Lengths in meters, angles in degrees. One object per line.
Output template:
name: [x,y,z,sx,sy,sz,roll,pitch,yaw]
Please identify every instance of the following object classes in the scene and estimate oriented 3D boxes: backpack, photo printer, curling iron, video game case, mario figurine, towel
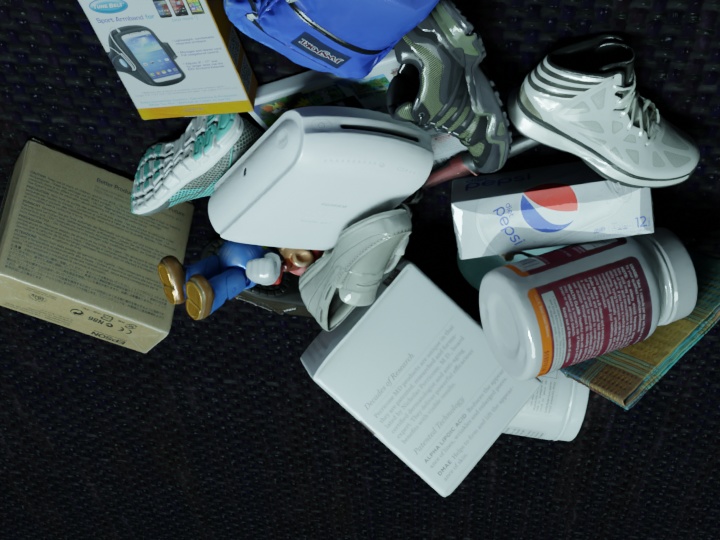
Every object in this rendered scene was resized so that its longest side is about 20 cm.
backpack: [-0.020,-0.241,1.022,0.161,0.170,0.199,29,146,-22]
photo printer: [-0.035,-0.091,1.284,0.164,0.070,0.200,5,154,-34]
curling iron: [0.105,-0.097,1.303,0.198,0.050,0.026,-23,134,28]
video game case: [0.011,-0.144,1.308,0.197,0.022,0.182,-12,144,28]
mario figurine: [-0.117,-0.032,1.393,0.199,0.124,0.106,-29,166,-36]
towel: [0.314,0.058,1.389,0.022,0.200,0.146,49,173,-20]

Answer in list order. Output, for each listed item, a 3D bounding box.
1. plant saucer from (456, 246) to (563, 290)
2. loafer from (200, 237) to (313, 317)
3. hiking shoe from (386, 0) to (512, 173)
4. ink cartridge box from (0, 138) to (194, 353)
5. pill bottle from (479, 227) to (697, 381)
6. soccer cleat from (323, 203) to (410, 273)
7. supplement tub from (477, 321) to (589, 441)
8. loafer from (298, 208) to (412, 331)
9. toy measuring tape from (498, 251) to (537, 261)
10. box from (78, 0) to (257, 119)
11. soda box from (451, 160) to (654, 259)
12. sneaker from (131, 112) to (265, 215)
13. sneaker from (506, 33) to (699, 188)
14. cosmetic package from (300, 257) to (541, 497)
plant saucer: [0.206,-0.024,1.452,0.197,0.039,0.202,4,148,3]
loafer: [-0.101,0.022,1.543,0.197,0.074,0.071,19,145,-21]
hiking shoe: [0.074,-0.160,1.201,0.099,0.076,0.201,-22,134,5]
ink cartridge box: [-0.292,-0.023,1.416,0.198,0.167,0.075,21,148,-23]
pill bottle: [0.228,0.029,1.317,0.197,0.115,0.115,-16,153,-17]
soccer cleat: [0.001,-0.019,1.440,0.068,0.079,0.200,6,157,-19]
supplement tub: [0.172,0.134,1.624,0.197,0.134,0.132,9,149,-6]
loafer: [0.000,0.000,1.337,0.069,0.071,0.200,-14,163,-30]
toy measuring tape: [0.204,0.024,1.405,0.198,0.075,0.073,17,149,-39]
box: [-0.177,-0.219,1.205,0.117,0.042,0.201,-2,145,13]
soda box: [0.191,-0.065,1.319,0.197,0.068,0.064,-7,114,9]
sneaker: [-0.164,-0.099,1.364,0.090,0.079,0.199,25,146,-35]
sneaker: [0.245,-0.146,1.211,0.198,0.077,0.116,18,149,-13]
cosmetic package: [0.061,0.110,1.460,0.200,0.165,0.165,41,177,-8]
